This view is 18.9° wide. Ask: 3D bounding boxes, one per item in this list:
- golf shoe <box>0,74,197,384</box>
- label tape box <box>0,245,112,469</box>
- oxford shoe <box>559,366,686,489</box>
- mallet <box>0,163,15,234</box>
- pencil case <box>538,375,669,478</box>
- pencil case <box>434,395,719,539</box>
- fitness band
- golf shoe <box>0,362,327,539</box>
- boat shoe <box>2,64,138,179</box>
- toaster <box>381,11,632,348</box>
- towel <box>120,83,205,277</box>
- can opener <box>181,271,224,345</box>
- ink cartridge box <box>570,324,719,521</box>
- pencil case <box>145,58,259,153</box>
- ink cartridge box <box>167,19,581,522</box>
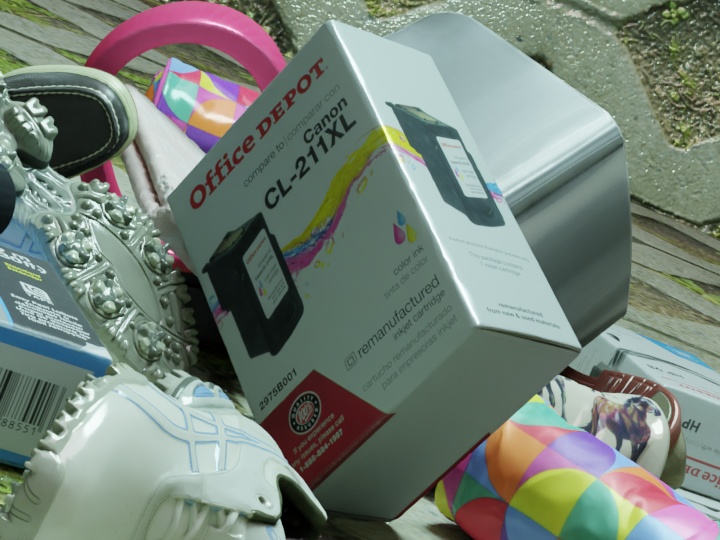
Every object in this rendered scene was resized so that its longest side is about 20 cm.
[{"bbox_3d":[-0.169,-0.009,1.119,0.200,0.097,0.078,50,36,1],"label":"golf shoe"},{"bbox_3d":[-0.210,0.012,0.986,0.143,0.064,0.200,20,11,-26],"label":"label tape box"},{"bbox_3d":[0.116,0.095,1.364,0.199,0.071,0.075,21,-32,36],"label":"oxford shoe"},{"bbox_3d":[-0.238,-0.086,0.990,0.200,0.041,0.066,46,22,20],"label":"mallet"},{"bbox_3d":[0.078,0.082,1.211,0.199,0.090,0.078,19,-29,-24],"label":"pencil case"},{"bbox_3d":[0.127,0.132,1.079,0.088,0.089,0.200,12,18,-49],"label":"pencil case"},{"bbox_3d":[-0.107,-0.077,1.358,0.142,0.201,0.038,-8,37,2],"label":"fitness band"},{"bbox_3d":[-0.071,0.091,0.874,0.097,0.079,0.200,33,13,16],"label":"golf shoe"},{"bbox_3d":[-0.223,-0.067,1.227,0.198,0.074,0.065,-11,21,18],"label":"boat shoe"},{"bbox_3d":[0.070,-0.035,1.317,0.118,0.182,0.200,-33,49,-22],"label":"toaster"},{"bbox_3d":[-0.069,-0.010,1.275,0.200,0.032,0.191,43,8,-29],"label":"towel"},{"bbox_3d":[-0.120,0.002,1.234,0.053,0.067,0.199,29,11,32],"label":"can opener"},{"bbox_3d":[0.216,0.104,1.482,0.115,0.067,0.200,20,10,-23],"label":"ink cartridge box"},{"bbox_3d":[-0.089,-0.105,1.787,0.199,0.089,0.088,21,10,-17],"label":"pencil case"},{"bbox_3d":[0.000,0.000,1.079,0.082,0.146,0.201,14,41,-45],"label":"ink cartridge box"}]
